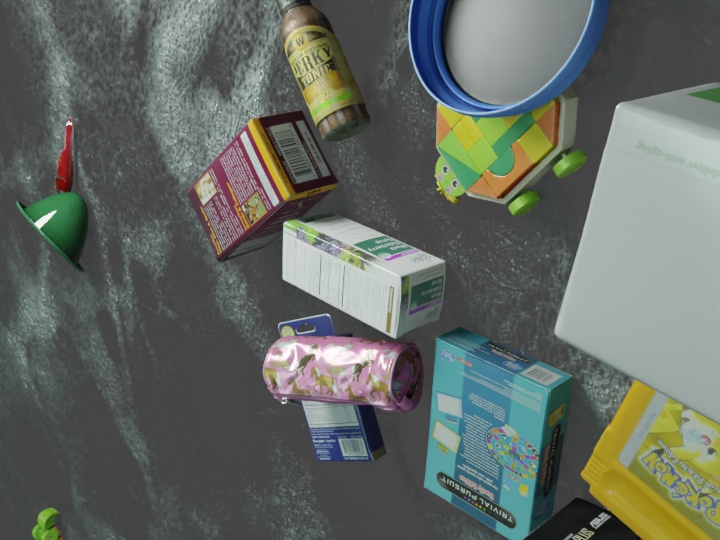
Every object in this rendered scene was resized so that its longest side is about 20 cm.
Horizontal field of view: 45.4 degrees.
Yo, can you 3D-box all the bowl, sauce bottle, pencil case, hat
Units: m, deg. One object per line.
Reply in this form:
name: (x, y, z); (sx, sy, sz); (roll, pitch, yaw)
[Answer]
bowl: (0.131, -0.236, 0.777); (0.200, 0.039, 0.202); (-5, 82, 42)
sauce bottle: (-0.053, -0.250, 0.995); (0.065, 0.065, 0.201); (-30, 82, 48)
pencil case: (-0.020, 0.125, 1.053); (0.199, 0.083, 0.087); (-1, 99, 31)
hat: (-0.509, -0.123, 1.573); (0.166, 0.176, 0.200); (42, 169, 26)

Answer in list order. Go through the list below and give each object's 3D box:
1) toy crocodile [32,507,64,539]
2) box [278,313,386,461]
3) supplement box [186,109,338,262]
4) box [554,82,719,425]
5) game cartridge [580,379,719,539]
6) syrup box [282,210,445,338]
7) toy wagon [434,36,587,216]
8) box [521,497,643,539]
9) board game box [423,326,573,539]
toy crocodile: (-0.748, 0.677, 2.106); (0.067, 0.062, 0.201); (5, 113, 46)
box: (-0.040, 0.156, 1.155); (0.121, 0.032, 0.201); (-13, 95, 48)
supplement box: (-0.132, -0.106, 1.117); (0.200, 0.085, 0.111); (-34, 79, 48)
box: (0.286, -0.013, 0.633); (0.199, 0.171, 0.201); (30, 125, 37)
game cartridge: (0.308, 0.184, 0.790); (0.176, 0.032, 0.201); (40, 129, 31)
syrup box: (0.000, 0.000, 1.019); (0.200, 0.079, 0.082); (25, 121, 40)
toy wagon: (0.130, -0.130, 0.859); (0.156, 0.039, 0.200); (59, 137, 14)
box: (0.207, 0.361, 0.866); (0.086, 0.163, 0.201); (15, 116, 43)
board game box: (0.147, 0.182, 0.952); (0.151, 0.047, 0.201); (24, 121, 40)
